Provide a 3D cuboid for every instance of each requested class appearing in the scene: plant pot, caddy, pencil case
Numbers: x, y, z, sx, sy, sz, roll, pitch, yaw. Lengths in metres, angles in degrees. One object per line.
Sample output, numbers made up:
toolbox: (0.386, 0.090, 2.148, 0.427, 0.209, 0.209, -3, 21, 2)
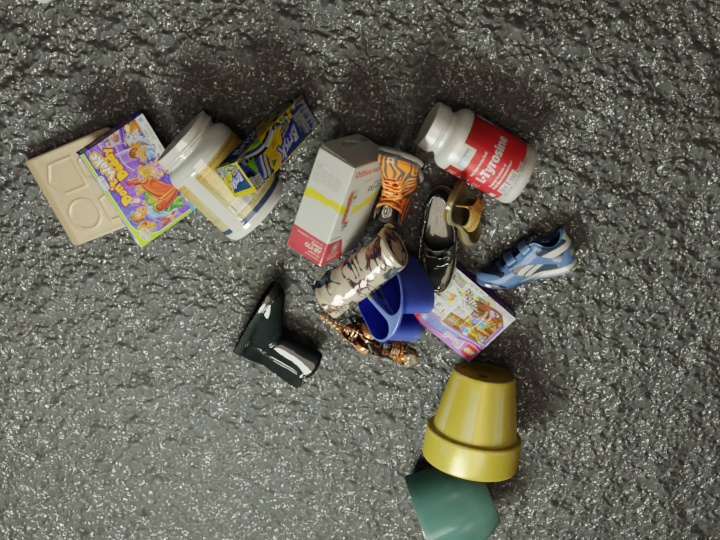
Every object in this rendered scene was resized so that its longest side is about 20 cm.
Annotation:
plant pot: (0.234, 0.294, 1.819, 0.196, 0.201, 0.193, 7, 103, -1)
caddy: (0.053, 0.044, 1.689, 0.103, 0.201, 0.143, 8, 121, -26)
plant pot: (0.204, 0.504, 1.925, 0.158, 0.201, 0.203, -22, 115, 1)
pencil case: (0.000, 0.000, 1.628, 0.199, 0.077, 0.090, -36, 77, 29)

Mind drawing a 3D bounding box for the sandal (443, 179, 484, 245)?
sandal: (0.198, -0.099, 1.626, 0.053, 0.082, 0.200, 16, 165, 26)

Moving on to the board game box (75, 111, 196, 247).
board game box: (-0.402, -0.165, 1.643, 0.134, 0.045, 0.202, -37, 117, -15)

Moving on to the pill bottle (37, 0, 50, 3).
pill bottle: (-0.460, -0.523, 1.459, 0.198, 0.115, 0.115, -27, 113, 16)

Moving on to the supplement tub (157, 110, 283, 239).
supplement tub: (-0.250, -0.170, 1.616, 0.144, 0.145, 0.200, -38, 110, 20)

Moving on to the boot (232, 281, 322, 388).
boot: (-0.146, 0.132, 1.804, 0.166, 0.077, 0.202, 27, 122, -7)

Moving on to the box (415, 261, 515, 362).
box: (0.189, 0.072, 1.782, 0.199, 0.039, 0.137, 39, 112, -16)

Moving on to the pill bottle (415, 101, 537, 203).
pill bottle: (0.202, -0.212, 1.593, 0.197, 0.113, 0.113, 27, 116, -11)

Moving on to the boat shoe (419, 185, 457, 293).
boat shoe: (0.144, -0.053, 1.676, 0.073, 0.066, 0.204, 9, 103, 10)

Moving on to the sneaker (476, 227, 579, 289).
sneaker: (0.311, -0.023, 1.712, 0.196, 0.074, 0.084, -17, 114, 3)

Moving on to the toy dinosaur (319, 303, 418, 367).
toy dinosaur: (0.021, 0.119, 1.759, 0.200, 0.136, 0.102, 42, 113, -18)

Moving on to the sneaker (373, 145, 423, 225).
sneaker: (0.062, -0.141, 1.579, 0.076, 0.200, 0.114, 19, 84, 18)

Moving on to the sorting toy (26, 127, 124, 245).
sorting toy: (-0.504, -0.158, 1.699, 0.197, 0.037, 0.187, -17, 115, 16)

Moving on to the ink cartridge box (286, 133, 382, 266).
ink cartridge box: (-0.037, -0.128, 1.619, 0.083, 0.145, 0.203, 31, 119, 19)

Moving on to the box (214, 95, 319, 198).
box: (-0.158, -0.214, 1.558, 0.069, 0.201, 0.065, -10, 124, 47)
